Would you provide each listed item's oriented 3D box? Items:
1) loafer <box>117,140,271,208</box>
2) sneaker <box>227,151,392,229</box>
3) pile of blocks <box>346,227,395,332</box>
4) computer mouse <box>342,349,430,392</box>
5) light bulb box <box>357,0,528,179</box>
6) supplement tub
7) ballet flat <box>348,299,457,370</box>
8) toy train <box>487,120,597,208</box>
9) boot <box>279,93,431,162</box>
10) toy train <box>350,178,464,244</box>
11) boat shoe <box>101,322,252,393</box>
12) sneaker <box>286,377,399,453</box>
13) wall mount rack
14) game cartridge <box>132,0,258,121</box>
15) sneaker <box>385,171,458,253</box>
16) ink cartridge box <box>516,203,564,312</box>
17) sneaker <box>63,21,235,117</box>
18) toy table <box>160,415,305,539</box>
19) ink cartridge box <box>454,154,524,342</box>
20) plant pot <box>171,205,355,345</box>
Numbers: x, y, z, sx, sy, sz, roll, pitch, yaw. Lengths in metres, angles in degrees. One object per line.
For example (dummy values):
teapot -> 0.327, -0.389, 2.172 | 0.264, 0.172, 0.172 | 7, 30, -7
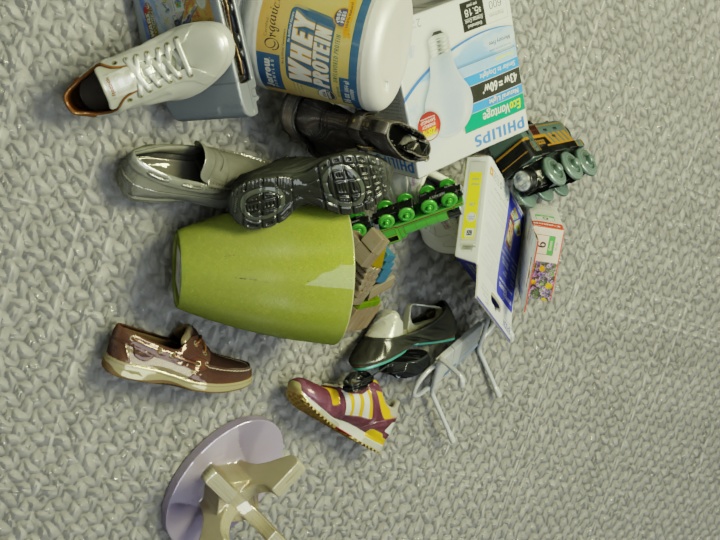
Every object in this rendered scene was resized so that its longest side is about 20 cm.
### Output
loafer -> -0.188, -0.117, 1.163 | 0.197, 0.071, 0.070 | -6, 152, -32
sneaker -> -0.060, -0.108, 1.147 | 0.196, 0.091, 0.077 | -8, 117, -9
pile of blocks -> 0.000, 0.000, 1.307 | 0.081, 0.062, 0.201 | -27, 151, -31
computer mouse -> 0.038, 0.148, 1.374 | 0.199, 0.058, 0.035 | -15, 105, -53
light bulb box -> 0.099, -0.254, 1.285 | 0.196, 0.124, 0.203 | -26, 116, -25
supplement tub -> -0.051, -0.271, 1.117 | 0.145, 0.197, 0.147 | 14, 90, -75
ballet flat -> 0.058, 0.085, 1.401 | 0.198, 0.067, 0.070 | -16, 103, -40
toy train -> 0.266, -0.164, 1.416 | 0.199, 0.085, 0.115 | -19, 76, -50
boot -> 0.009, -0.159, 1.197 | 0.199, 0.172, 0.070 | 11, 96, -64
toy train -> 0.048, -0.067, 1.297 | 0.197, 0.042, 0.057 | -18, 133, 14
boat shoe -> -0.219, 0.103, 1.218 | 0.197, 0.072, 0.073 | 13, 99, -29
sneaker -> -0.023, 0.179, 1.373 | 0.200, 0.074, 0.091 | 40, 73, -41
wall mount rack -> 0.163, 0.160, 1.478 | 0.199, 0.074, 0.175 | -37, 153, -27
game cartridge -> -0.189, -0.267, 1.087 | 0.041, 0.131, 0.203 | -39, 123, -52
sneaker -> 0.116, -0.079, 1.362 | 0.199, 0.099, 0.076 | 35, 73, -36
ink cartridge box -> 0.261, -0.019, 1.420 | 0.049, 0.200, 0.111 | 8, 109, 2
sneaker -> -0.227, -0.205, 1.044 | 0.197, 0.085, 0.074 | -19, 106, 19
toy table -> -0.163, 0.295, 1.283 | 0.183, 0.117, 0.201 | 39, 83, -35
ink cartridge box -> 0.180, -0.026, 1.371 | 0.198, 0.046, 0.203 | 45, 52, -59
plant pot -> -0.127, -0.003, 1.194 | 0.196, 0.187, 0.191 | 0, 105, -19
